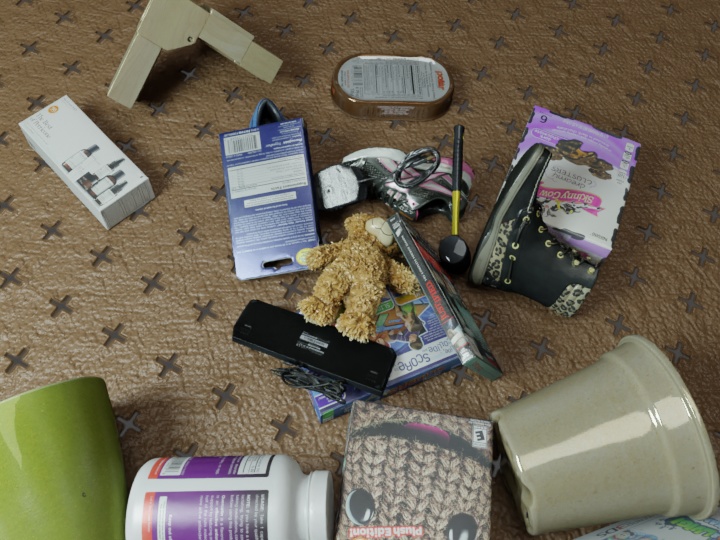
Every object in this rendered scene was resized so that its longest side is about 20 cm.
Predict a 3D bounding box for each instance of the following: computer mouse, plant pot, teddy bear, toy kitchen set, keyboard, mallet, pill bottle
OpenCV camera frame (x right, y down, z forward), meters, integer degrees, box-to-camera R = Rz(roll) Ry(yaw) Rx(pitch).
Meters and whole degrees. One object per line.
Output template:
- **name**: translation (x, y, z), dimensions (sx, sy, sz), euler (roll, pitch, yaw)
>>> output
- **computer mouse**: translation (0.014, -0.124, 0.920), dimensions (0.197, 0.034, 0.060), euler (-13, 89, 13)
- **plant pot**: translation (-0.307, 0.240, 0.676), dimensions (0.185, 0.187, 0.202), euler (-25, 78, -18)
- **teddy bear**: translation (0.000, 0.000, 0.846), dimensions (0.144, 0.067, 0.200), euler (29, 55, 26)
- **toy kitchen set**: translation (-0.257, -0.315, 1.053), dimensions (0.198, 0.182, 0.163), euler (27, 13, -26)
- **keyboard**: translation (-0.062, 0.105, 0.809), dimensions (0.197, 0.040, 0.105), euler (19, 39, 9)
- **mallet**: translation (0.126, -0.099, 0.899), dimensions (0.040, 0.066, 0.204), euler (0, 84, 14)
- **plant pot**: translation (0.246, 0.195, 0.739), dimensions (0.181, 0.201, 0.203), euler (-17, 62, -1)
- **pill bottle**: translation (-0.128, 0.248, 0.695), dimensions (0.196, 0.113, 0.114), euler (-2, 60, 4)

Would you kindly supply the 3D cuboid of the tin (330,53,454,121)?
- **tin**: translation (0.051, -0.291, 1.072), dimensions (0.196, 0.042, 0.114), euler (0, 65, -5)

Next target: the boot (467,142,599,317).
- **boot**: translation (0.240, -0.045, 0.870), dimensions (0.152, 0.206, 0.074), euler (24, 29, 5)

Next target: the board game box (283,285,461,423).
- **board game box**: translation (0.016, 0.089, 0.853), dimensions (0.197, 0.035, 0.137), euler (-19, 63, -14)

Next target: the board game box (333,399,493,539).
- **board game box**: translation (0.053, 0.260, 0.724), dimensions (0.156, 0.097, 0.203), euler (8, 60, 0)

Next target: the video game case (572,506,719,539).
- **video game case**: translation (0.319, 0.285, 0.679), dimensions (0.179, 0.200, 0.024), euler (-15, 88, -13)

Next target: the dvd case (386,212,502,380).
- **dvd case**: translation (0.105, 0.035, 0.836), dimensions (0.022, 0.146, 0.202), euler (-33, 64, 12)

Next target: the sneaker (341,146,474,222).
- **sneaker**: translation (0.061, -0.114, 0.952), dimensions (0.196, 0.081, 0.088), euler (4, 70, 4)

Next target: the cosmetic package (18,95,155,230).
- **cosmetic package**: translation (-0.384, -0.155, 0.952), dimensions (0.082, 0.051, 0.200), euler (-39, 70, -24)

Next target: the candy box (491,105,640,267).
- **candy box**: translation (0.291, -0.118, 0.972), dimensions (0.165, 0.072, 0.202), euler (22, 61, 8)

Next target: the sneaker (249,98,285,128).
- **sneaker**: translation (-0.120, -0.152, 0.956), dimensions (0.065, 0.079, 0.203), euler (-9, 63, -12)

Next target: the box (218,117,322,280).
- **box**: translation (-0.119, -0.093, 0.909), dimensions (0.119, 0.032, 0.204), euler (-9, 82, 6)
